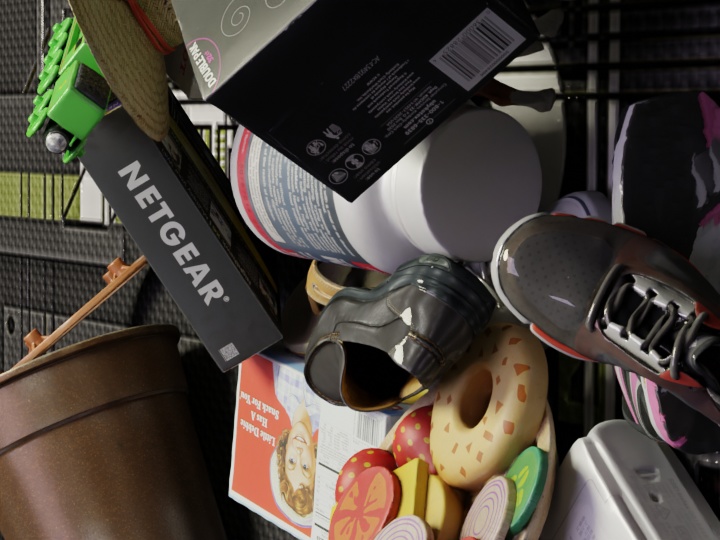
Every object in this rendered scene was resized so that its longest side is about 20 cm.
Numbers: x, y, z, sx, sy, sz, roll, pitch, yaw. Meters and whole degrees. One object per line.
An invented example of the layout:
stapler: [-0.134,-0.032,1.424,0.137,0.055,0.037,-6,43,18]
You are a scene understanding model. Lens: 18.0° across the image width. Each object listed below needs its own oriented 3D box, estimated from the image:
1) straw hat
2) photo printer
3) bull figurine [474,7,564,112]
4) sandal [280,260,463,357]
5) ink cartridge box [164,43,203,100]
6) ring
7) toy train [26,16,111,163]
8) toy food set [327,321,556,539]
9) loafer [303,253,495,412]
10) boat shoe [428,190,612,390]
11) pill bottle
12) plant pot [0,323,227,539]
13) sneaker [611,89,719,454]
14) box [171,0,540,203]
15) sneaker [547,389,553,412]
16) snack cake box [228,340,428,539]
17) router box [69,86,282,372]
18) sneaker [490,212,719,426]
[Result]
straw hat: [-0.131,-0.193,1.468,0.201,0.084,0.202,-23,-90,-82]
photo printer: [0.143,0.213,1.304,0.167,0.069,0.201,60,139,38]
bull figurine: [0.049,-0.165,1.363,0.201,0.120,0.065,-103,26,-49]
sandal: [0.000,0.000,1.512,0.200,0.054,0.081,-25,43,53]
ink cartridge box: [-0.083,-0.208,1.590,0.200,0.124,0.129,48,130,46]
ring: [-0.220,0.030,1.773,0.019,0.200,0.200,48,142,-3]
toy train: [-0.181,-0.132,1.485,0.056,0.042,0.200,-49,18,20]
toy food set: [0.043,0.138,1.333,0.200,0.048,0.199,-34,36,38]
loafer: [0.006,0.051,1.369,0.073,0.073,0.200,-56,7,-27]
boat shoe: [0.086,0.021,1.388,0.200,0.065,0.074,-54,48,45]
pill bottle: [0.016,-0.058,1.395,0.199,0.119,0.121,11,101,57]
plant pot: [-0.195,0.171,1.735,0.200,0.199,0.200,-37,72,52]
sneaker: [0.161,0.002,1.264,0.086,0.080,0.202,166,106,-68]
box: [-0.017,-0.171,1.254,0.148,0.124,0.201,-40,43,18]
sneaker: [0.067,0.155,1.429,0.201,0.090,0.067,-53,28,12]
snack cake box: [-0.012,0.125,1.549,0.200,0.067,0.116,22,112,55]
router box: [-0.127,-0.049,1.581,0.201,0.052,0.157,58,-171,-20]
sneaker: [0.160,0.027,1.169,0.078,0.199,0.082,-63,-4,-1]
